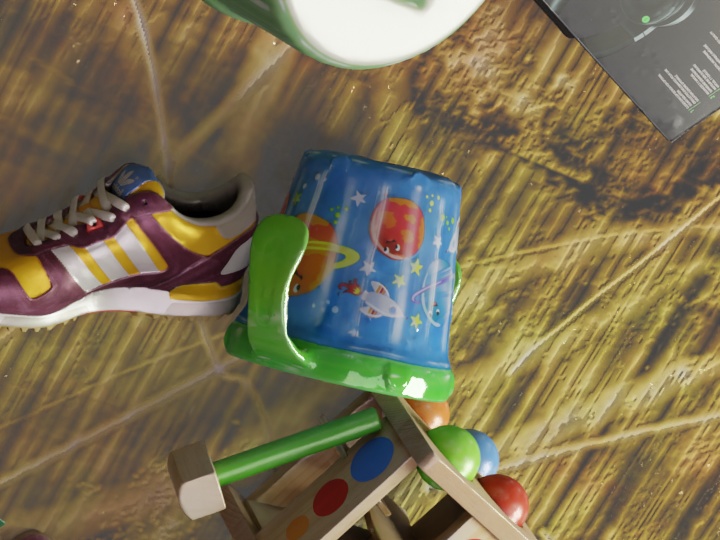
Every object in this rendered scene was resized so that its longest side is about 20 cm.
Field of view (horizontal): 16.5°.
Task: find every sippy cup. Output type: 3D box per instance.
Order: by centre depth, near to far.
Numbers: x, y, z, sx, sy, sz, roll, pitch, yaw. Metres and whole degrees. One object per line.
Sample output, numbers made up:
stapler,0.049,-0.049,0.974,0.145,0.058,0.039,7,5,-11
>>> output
sippy cup,0.000,0.000,1.464,0.139,0.178,0.131,13,90,-5

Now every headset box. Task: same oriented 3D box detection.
headset box,0.192,-0.195,1.431,0.200,0.093,0.174,-36,125,18

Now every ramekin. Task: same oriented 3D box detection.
ramekin,-0.001,-0.206,1.335,0.200,0.098,0.200,-24,133,-28

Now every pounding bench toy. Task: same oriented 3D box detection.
pounding bench toy,-0.004,0.135,1.544,0.156,0.124,0.200,-43,124,6

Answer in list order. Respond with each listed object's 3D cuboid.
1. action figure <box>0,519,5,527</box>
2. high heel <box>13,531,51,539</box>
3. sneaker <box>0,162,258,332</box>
action figure,-0.316,0.125,1.465,0.118,0.055,0.200,-36,120,5
high heel,-0.249,0.254,1.534,0.200,0.096,0.067,-39,124,3
sneaker,-0.155,-0.021,1.432,0.200,0.075,0.090,-3,122,-29
